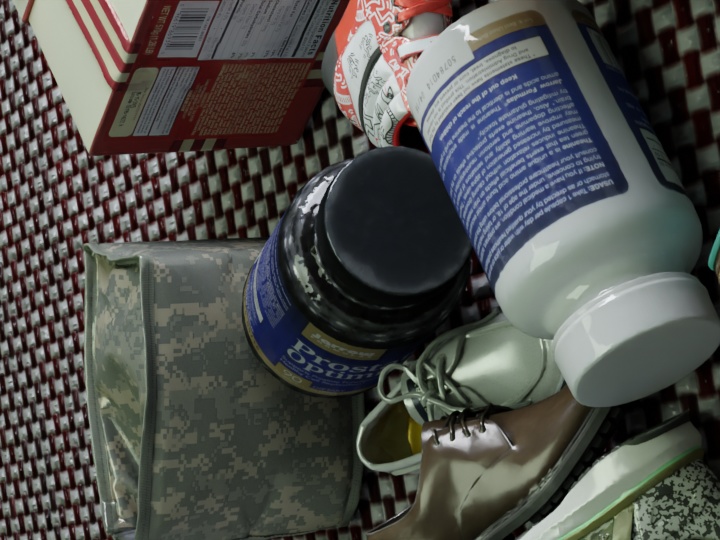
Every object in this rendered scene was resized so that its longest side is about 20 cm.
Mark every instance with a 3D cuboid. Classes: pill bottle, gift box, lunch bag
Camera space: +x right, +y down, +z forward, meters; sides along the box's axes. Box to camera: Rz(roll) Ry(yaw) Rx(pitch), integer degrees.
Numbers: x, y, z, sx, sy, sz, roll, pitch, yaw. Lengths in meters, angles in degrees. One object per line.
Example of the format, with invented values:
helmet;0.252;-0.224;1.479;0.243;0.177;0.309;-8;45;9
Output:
pill bottle;0.000;0.000;1.244;0.200;0.112;0.112;128;131;-70
gift box;-0.125;-0.201;1.387;0.185;0.200;0.187;-58;46;38
lunch bag;-0.088;0.081;1.391;0.118;0.164;0.200;9;101;60
pill bottle;0.108;-0.035;1.109;0.111;0.111;0.200;-55;49;46

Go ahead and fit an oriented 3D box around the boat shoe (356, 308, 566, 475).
boat shoe;0.052;0.070;1.238;0.202;0.086;0.075;-38;63;54

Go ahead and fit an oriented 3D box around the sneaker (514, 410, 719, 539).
sneaker;0.123;0.167;1.120;0.089;0.077;0.200;50;116;20

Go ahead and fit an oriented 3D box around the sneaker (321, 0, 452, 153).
sneaker;0.037;-0.157;1.249;0.108;0.067;0.202;54;141;41

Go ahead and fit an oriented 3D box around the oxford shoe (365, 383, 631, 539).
oxford shoe;0.075;0.100;1.160;0.084;0.073;0.200;44;106;7

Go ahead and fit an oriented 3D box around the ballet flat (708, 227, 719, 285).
ballet flat;0.220;-0.069;0.984;0.065;0.070;0.200;28;124;23
